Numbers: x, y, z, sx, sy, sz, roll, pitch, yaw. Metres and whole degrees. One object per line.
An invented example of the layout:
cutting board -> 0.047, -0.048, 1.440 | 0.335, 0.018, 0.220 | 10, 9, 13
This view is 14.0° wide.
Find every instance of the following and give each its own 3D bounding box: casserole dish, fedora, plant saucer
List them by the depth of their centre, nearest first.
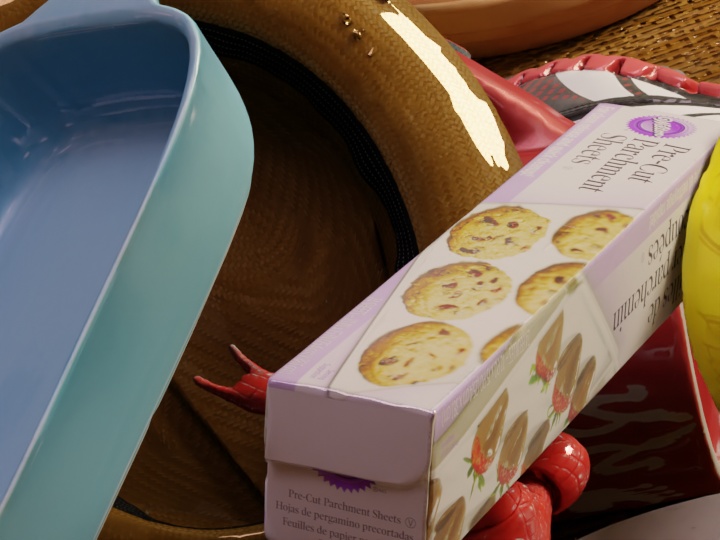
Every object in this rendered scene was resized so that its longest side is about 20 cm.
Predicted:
casserole dish -> -0.086, 0.024, 0.671 | 0.121, 0.039, 0.200 | -1, 59, 49
fedora -> -0.047, 0.006, 0.774 | 0.200, 0.201, 0.082 | -23, -12, -7
plant saucer -> 0.077, -0.143, 1.256 | 0.200, 0.037, 0.200 | -15, 26, 8

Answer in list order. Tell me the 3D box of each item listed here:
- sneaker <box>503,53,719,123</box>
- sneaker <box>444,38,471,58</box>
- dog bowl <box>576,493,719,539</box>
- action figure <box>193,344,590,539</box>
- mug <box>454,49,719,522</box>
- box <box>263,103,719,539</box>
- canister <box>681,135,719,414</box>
sneaker -> 0.094, -0.024, 0.965 | 0.200, 0.071, 0.098 | 6, 33, 40
sneaker -> -0.037, -0.019, 0.976 | 0.200, 0.096, 0.079 | -35, 26, 21
dog bowl -> 0.090, 0.133, 0.648 | 0.200, 0.079, 0.200 | -16, 26, 8
action figure -> -0.031, 0.089, 0.653 | 0.099, 0.065, 0.200 | 19, 45, 40
mug -> -0.001, 0.008, 0.862 | 0.200, 0.178, 0.133 | -8, 29, 13
box -> 0.037, 0.009, 0.676 | 0.041, 0.039, 0.200 | 12, 25, 22
canister -> 0.198, 0.023, 0.713 | 0.200, 0.149, 0.087 | 2, 50, 33
